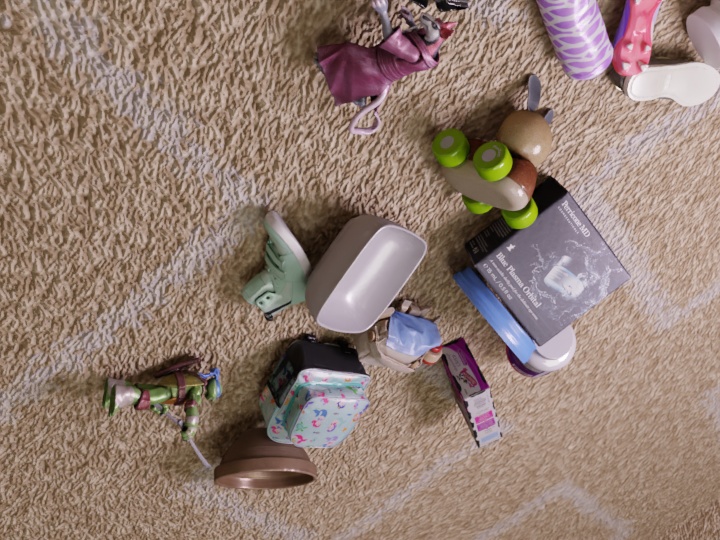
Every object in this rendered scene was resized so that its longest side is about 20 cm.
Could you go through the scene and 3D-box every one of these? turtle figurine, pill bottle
[{"bbox_3d":[-0.336,0.247,1.364,0.192,0.145,0.202,10,123,-28],"label":"turtle figurine"},{"bbox_3d":[0.352,0.144,1.567,0.111,0.114,0.200,-22,168,-5],"label":"pill bottle"},{"bbox_3d":[0.610,-0.403,1.225,0.199,0.116,0.116,-33,137,6],"label":"pill bottle"}]

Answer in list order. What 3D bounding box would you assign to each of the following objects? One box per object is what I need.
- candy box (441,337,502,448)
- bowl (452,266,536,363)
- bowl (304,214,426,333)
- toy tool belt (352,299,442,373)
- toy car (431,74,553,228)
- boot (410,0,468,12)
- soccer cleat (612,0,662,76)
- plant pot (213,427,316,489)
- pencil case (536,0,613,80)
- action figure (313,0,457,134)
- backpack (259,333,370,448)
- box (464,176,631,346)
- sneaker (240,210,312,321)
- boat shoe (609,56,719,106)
[{"bbox_3d":[0.226,0.252,1.647,0.060,0.137,0.201,-23,136,-1],"label":"candy box"},{"bbox_3d":[0.242,0.076,1.439,0.039,0.201,0.201,-40,136,6],"label":"bowl"},{"bbox_3d":[0.000,0.000,1.298,0.201,0.074,0.199,-55,152,9],"label":"bowl"},{"bbox_3d":[0.091,0.116,1.464,0.198,0.126,0.123,9,135,-33],"label":"toy tool belt"},{"bbox_3d":[0.233,-0.200,1.254,0.201,0.157,0.164,-56,141,-11],"label":"toy car"},{"bbox_3d":[0.068,-0.394,0.963,0.198,0.067,0.133,10,92,-35],"label":"boot"},{"bbox_3d":[0.413,-0.390,1.189,0.066,0.077,0.203,4,113,-7],"label":"soccer cleat"},{"bbox_3d":[-0.183,0.361,1.558,0.198,0.094,0.201,-2,156,-1],"label":"plant pot"},{"bbox_3d":[0.303,-0.365,1.143,0.086,0.083,0.200,-53,140,-14],"label":"pencil case"},{"bbox_3d":[0.037,-0.267,1.031,0.198,0.151,0.133,-9,-175,37],"label":"action figure"},{"bbox_3d":[-0.088,0.240,1.483,0.176,0.152,0.201,11,130,-35],"label":"backpack"},{"bbox_3d":[0.320,-0.016,1.393,0.199,0.118,0.197,-39,105,10],"label":"box"},{"bbox_3d":[-0.141,0.001,1.269,0.117,0.074,0.201,-29,140,-7],"label":"sneaker"},{"bbox_3d":[0.493,-0.309,1.299,0.199,0.060,0.073,-4,122,-25],"label":"boat shoe"}]
